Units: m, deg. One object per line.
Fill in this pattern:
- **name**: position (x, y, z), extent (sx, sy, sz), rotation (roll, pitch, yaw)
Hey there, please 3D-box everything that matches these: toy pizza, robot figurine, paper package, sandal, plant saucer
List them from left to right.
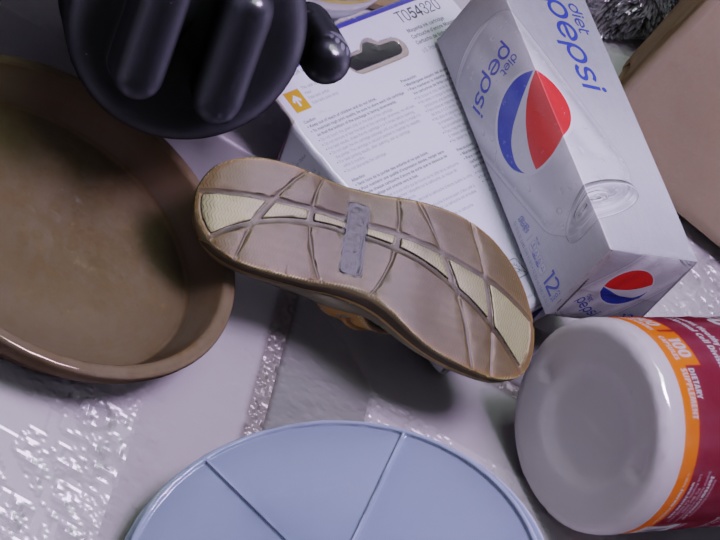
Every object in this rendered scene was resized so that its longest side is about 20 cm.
- **plant saucer**: position (-0.153, -0.022, 1.301), extent (0.200, 0.029, 0.200), rotation (23, 40, -22)
- **robot figurine**: position (-0.093, -0.138, 1.361), extent (0.150, 0.125, 0.200), rotation (57, 4, -22)
- **toy pizza**: position (-0.012, 0.149, 1.196), extent (0.200, 0.032, 0.200), rotation (-1, 47, 1)
- **sandal**: position (0.000, 0.000, 1.368), extent (0.200, 0.054, 0.080), rotation (21, 65, -18)
- **paper package**: position (0.274, -0.098, 1.622), extent (0.200, 0.191, 0.103), rotation (40, 33, -4)

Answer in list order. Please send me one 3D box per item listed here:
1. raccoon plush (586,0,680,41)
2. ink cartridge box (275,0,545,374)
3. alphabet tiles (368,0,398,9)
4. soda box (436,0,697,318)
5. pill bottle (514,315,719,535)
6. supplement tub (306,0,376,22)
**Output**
- **raccoon plush**: position (0.210, -0.215, 1.728), extent (0.200, 0.134, 0.097), rotation (21, 40, -25)
- **ink cartridge box**: position (0.045, -0.055, 1.499), extent (0.200, 0.043, 0.196), rotation (50, 39, 12)
- **alphabet tiles**: position (-0.046, -0.230, 1.621), extent (0.200, 0.008, 0.167), rotation (11, 47, -35)
- **soda box**: position (0.113, -0.069, 1.486), extent (0.068, 0.063, 0.200), rotation (7, 50, -36)
- **pill bottle**: position (0.190, 0.081, 1.433), extent (0.200, 0.114, 0.114), rotation (0, 53, -41)
- **supplement tub**: position (-0.012, -0.231, 1.480), extent (0.145, 0.200, 0.146), rotation (22, 47, -26)
